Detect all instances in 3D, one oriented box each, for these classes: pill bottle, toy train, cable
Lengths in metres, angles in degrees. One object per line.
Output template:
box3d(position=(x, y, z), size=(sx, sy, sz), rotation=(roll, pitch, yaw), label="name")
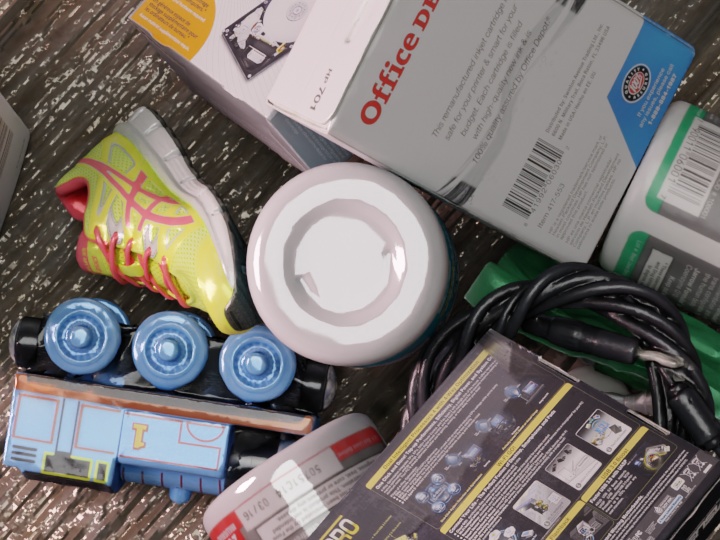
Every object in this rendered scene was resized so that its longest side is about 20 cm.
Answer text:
box3d(position=(0.251, -0.010, 1.415), size=(0.199, 0.113, 0.114), rotation=(26, 82, 7), label="pill bottle")
box3d(position=(-0.116, 0.081, 1.434), size=(0.199, 0.087, 0.115), rotation=(9, 90, 2), label="toy train")
box3d(position=(0.000, 0.000, 1.377), size=(0.110, 0.200, 0.112), rotation=(0, 88, 5), label="pill bottle")
box3d(position=(0.009, 0.191, 1.337), size=(0.114, 0.114, 0.201), rotation=(-33, 80, -3), label="pill bottle")
box3d(position=(0.101, 0.090, 1.354), size=(0.199, 0.051, 0.164), rotation=(-26, 95, 22), label="cable")

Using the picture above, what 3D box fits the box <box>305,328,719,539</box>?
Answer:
box3d(position=(0.072, 0.144, 1.246), size=(0.161, 0.049, 0.200), rotation=(30, 64, 27), label="box")

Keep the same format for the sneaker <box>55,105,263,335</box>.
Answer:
box3d(position=(-0.120, -0.014, 1.417), size=(0.090, 0.078, 0.200), rotation=(-30, 40, -8), label="sneaker")

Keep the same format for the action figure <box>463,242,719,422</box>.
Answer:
box3d(position=(0.164, 0.051, 1.404), size=(0.199, 0.118, 0.055), rotation=(28, 122, 14), label="action figure")

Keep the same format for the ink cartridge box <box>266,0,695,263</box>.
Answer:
box3d(position=(0.069, -0.110, 1.357), size=(0.199, 0.086, 0.147), rotation=(27, 92, -31), label="ink cartridge box")

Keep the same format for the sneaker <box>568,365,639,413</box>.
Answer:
box3d(position=(0.133, 0.154, 1.413), size=(0.071, 0.072, 0.201), rotation=(5, 79, 5), label="sneaker")

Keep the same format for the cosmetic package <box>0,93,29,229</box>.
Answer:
box3d(position=(-0.325, -0.052, 1.421), size=(0.199, 0.167, 0.167), rotation=(16, 82, 6), label="cosmetic package")

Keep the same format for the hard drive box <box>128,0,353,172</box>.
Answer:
box3d(position=(-0.016, -0.174, 1.440), size=(0.200, 0.077, 0.156), rotation=(-48, 48, -7), label="hard drive box")
